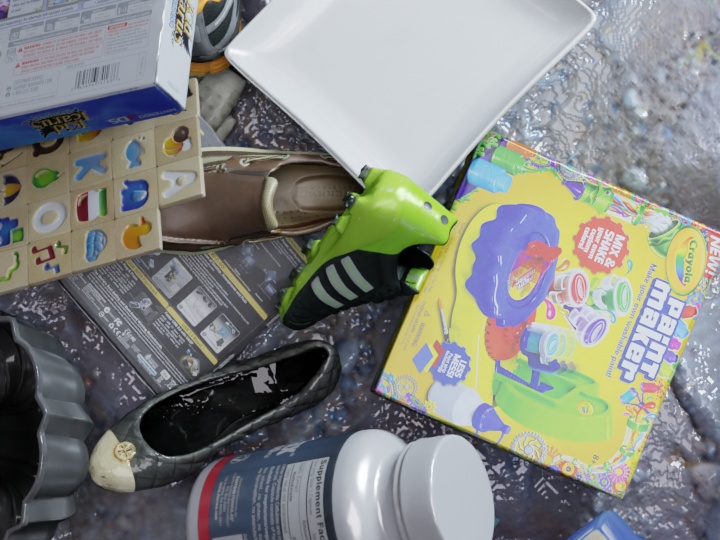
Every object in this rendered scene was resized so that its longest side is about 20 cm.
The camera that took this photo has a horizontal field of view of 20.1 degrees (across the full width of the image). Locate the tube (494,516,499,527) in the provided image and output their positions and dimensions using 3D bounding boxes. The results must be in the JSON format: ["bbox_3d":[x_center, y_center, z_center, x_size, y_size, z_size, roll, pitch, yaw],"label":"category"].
[{"bbox_3d":[0.016,0.243,1.502,0.077,0.050,0.201,36,82,-2],"label":"tube"}]

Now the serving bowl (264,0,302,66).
[{"bbox_3d":[0.026,-0.216,1.522,0.198,0.066,0.202,0,86,-1],"label":"serving bowl"}]

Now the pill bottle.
[{"bbox_3d":[-0.012,0.176,1.428,0.199,0.119,0.121,-13,86,30],"label":"pill bottle"}]

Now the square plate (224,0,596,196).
[{"bbox_3d":[0.035,-0.163,1.447,0.200,0.028,0.198,-46,67,-3],"label":"square plate"}]

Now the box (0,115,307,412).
[{"bbox_3d":[-0.146,-0.023,1.491,0.161,0.049,0.200,-42,102,-3],"label":"box"}]

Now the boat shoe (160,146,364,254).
[{"bbox_3d":[-0.076,-0.054,1.442,0.200,0.075,0.075,-10,96,-14],"label":"boat shoe"}]

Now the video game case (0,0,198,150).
[{"bbox_3d":[-0.207,-0.184,1.447,0.198,0.045,0.183,-9,63,26],"label":"video game case"}]

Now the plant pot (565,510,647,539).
[{"bbox_3d":[0.170,0.296,1.396,0.199,0.180,0.200,-38,57,-2],"label":"plant pot"}]

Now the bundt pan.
[{"bbox_3d":[-0.268,0.123,1.456,0.201,0.075,0.204,-7,78,37],"label":"bundt pan"}]

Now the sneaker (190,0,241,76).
[{"bbox_3d":[-0.120,-0.248,1.504,0.077,0.077,0.202,-8,68,0],"label":"sneaker"}]

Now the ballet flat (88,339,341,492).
[{"bbox_3d":[-0.106,0.098,1.455,0.199,0.057,0.067,-27,69,-12],"label":"ballet flat"}]

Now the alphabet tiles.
[{"bbox_3d":[-0.204,-0.068,1.432,0.198,0.006,0.168,-15,57,13],"label":"alphabet tiles"}]

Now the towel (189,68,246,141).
[{"bbox_3d":[-0.209,-0.114,1.534,0.192,0.035,0.201,35,89,5],"label":"towel"}]

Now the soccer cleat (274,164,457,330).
[{"bbox_3d":[0.000,0.000,1.408,0.081,0.200,0.068,31,56,-6],"label":"soccer cleat"}]

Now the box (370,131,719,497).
[{"bbox_3d":[0.133,0.033,1.471,0.191,0.122,0.202,23,86,0],"label":"box"}]
